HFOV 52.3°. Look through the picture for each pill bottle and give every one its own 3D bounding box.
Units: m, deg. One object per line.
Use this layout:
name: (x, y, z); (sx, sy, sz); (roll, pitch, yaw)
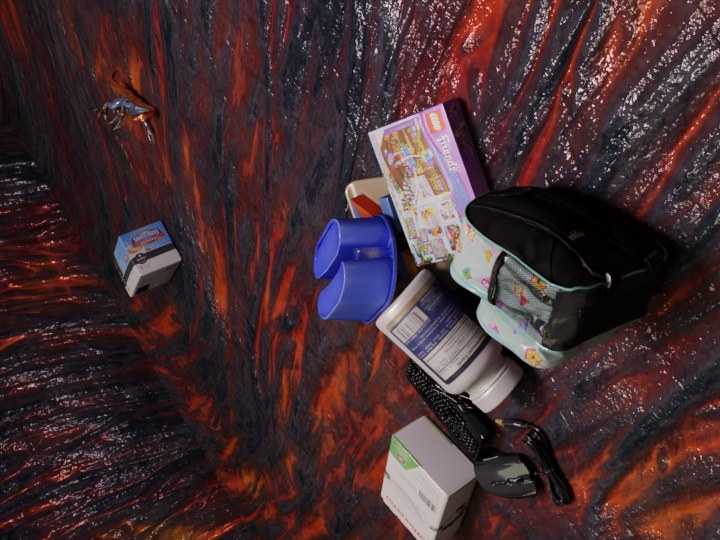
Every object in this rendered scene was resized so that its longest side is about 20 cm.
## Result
pill bottle: (0.128, 0.102, 1.033); (0.200, 0.111, 0.111); (43, 148, 2)

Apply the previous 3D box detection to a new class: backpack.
backpack: (0.200, -0.003, 0.803); (0.200, 0.175, 0.154); (46, 142, 35)

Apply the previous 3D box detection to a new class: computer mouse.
computer mouse: (0.220, 0.293, 1.123); (0.200, 0.046, 0.141); (-10, 105, 59)

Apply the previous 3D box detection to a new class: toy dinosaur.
toy dinosaur: (-0.568, -0.406, 1.789); (0.181, 0.105, 0.201); (-3, 99, 36)

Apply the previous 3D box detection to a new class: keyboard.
keyboard: (0.129, 0.212, 1.187); (0.200, 0.040, 0.104); (48, 140, 37)

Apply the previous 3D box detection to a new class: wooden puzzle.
wooden puzzle: (0.052, -0.052, 1.124); (0.200, 0.046, 0.186); (1, 113, 57)

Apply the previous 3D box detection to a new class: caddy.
caddy: (0.000, 0.000, 1.106); (0.200, 0.105, 0.142); (127, 138, -63)

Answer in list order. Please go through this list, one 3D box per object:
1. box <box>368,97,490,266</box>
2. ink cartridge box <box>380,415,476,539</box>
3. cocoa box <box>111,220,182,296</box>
box: (0.102, -0.113, 0.980); (0.137, 0.039, 0.201); (-11, 104, 47)
ink cartridge box: (0.119, 0.383, 1.312); (0.146, 0.084, 0.200); (43, 145, 32)
cocoa box: (-0.614, -0.032, 2.093); (0.132, 0.133, 0.200); (61, 150, 6)
